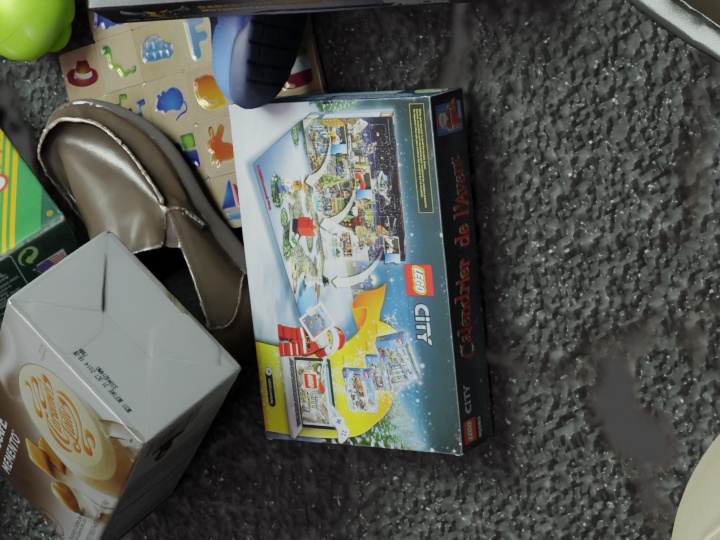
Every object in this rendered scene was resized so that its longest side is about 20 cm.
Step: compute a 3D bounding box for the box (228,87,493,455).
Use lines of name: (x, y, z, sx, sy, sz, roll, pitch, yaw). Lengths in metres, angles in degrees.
box: (0.000, 0.000, 0.999, 0.136, 0.038, 0.201, 1, 103, 33)

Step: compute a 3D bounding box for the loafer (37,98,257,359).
loafer: (-0.129, -0.024, 1.059, 0.200, 0.071, 0.073, 45, 125, 13)

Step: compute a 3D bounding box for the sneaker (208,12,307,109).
sneaker: (-0.078, -0.188, 0.985, 0.082, 0.074, 0.201, -4, 86, 18)

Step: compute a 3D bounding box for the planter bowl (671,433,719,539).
planter bowl: (0.226, 0.149, 0.819, 0.200, 0.135, 0.201, 8, 104, 34)

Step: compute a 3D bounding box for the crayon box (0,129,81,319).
crayon box: (-0.273, -0.045, 1.104, 0.200, 0.127, 0.051, 48, 167, 37)

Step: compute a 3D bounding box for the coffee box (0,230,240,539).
coffee box: (-0.157, 0.080, 1.050, 0.114, 0.080, 0.200, 46, 148, 8)

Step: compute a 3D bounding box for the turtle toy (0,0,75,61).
turtle toy: (-0.248, -0.220, 1.092, 0.146, 0.101, 0.201, -31, 82, 35)

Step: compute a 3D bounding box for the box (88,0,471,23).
box: (-0.042, -0.215, 0.914, 0.199, 0.048, 0.159, -1, 88, 8)

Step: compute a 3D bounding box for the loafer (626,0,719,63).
loafer: (0.206, -0.114, 0.812, 0.200, 0.073, 0.072, 38, 121, 23)

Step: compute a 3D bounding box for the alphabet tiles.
alphabet tiles: (-0.103, -0.105, 1.073, 0.199, 0.008, 0.168, -11, 94, 37)
